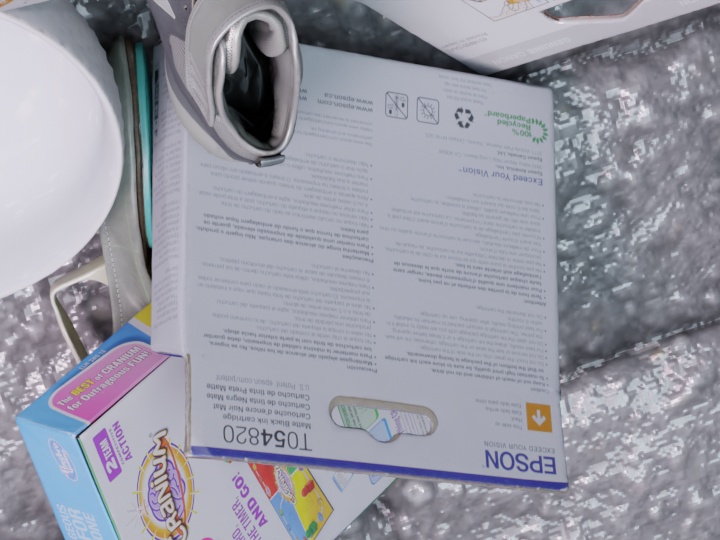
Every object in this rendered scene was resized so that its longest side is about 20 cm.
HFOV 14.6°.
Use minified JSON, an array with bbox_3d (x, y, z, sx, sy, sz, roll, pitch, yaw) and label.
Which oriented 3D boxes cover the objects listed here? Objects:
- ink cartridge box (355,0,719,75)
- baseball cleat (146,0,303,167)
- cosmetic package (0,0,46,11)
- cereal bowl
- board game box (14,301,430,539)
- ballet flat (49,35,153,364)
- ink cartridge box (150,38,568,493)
[{"bbox_3d":[0.065,-0.158,1.225,0.176,0.200,0.045,25,63,-38],"label":"ink cartridge box"},{"bbox_3d":[-0.064,-0.140,1.173,0.070,0.106,0.200,-24,105,-13],"label":"baseball cleat"},{"bbox_3d":[-0.101,-0.174,1.075,0.083,0.051,0.200,-18,160,-47],"label":"cosmetic package"},{"bbox_3d":[-0.203,-0.074,1.221,0.200,0.083,0.200,-4,138,-3],"label":"cereal bowl"},{"bbox_3d":[-0.056,0.074,1.307,0.200,0.040,0.153,-41,128,-35],"label":"board game box"},{"bbox_3d":[-0.116,-0.010,1.303,0.064,0.067,0.200,-8,115,0],"label":"ballet flat"},{"bbox_3d":[0.000,0.000,1.275,0.199,0.041,0.200,9,71,-28],"label":"ink cartridge box"}]
